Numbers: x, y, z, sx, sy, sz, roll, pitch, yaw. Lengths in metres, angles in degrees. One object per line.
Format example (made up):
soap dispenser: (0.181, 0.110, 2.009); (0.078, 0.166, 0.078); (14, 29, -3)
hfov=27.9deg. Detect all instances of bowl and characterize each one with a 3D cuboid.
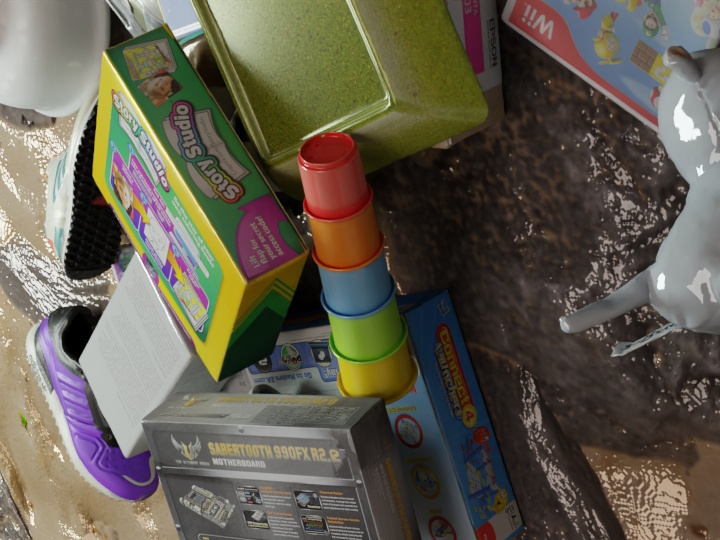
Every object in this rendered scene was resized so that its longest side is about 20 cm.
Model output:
bowl: (-0.306, -0.226, 1.234); (0.200, 0.090, 0.204); (18, 116, 43)

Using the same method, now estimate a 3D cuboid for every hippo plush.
hippo plush: (0.229, -0.044, 0.824); (0.198, 0.159, 0.163); (-12, 70, 31)

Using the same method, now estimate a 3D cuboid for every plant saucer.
plant saucer: (-0.034, -0.155, 0.950); (0.199, 0.048, 0.202); (-19, 96, 47)

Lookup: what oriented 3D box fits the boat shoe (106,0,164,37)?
boat shoe: (-0.205, -0.263, 1.152); (0.202, 0.074, 0.065); (49, 131, 5)

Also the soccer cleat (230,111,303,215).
soccer cleat: (-0.109, -0.078, 1.161); (0.199, 0.069, 0.088); (-8, 82, 47)

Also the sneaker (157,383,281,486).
sneaker: (-0.085, 0.138, 1.154); (0.198, 0.078, 0.101); (-2, 102, 34)

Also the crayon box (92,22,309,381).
crayon box: (-0.121, -0.044, 1.047); (0.201, 0.058, 0.173); (57, 155, 16)

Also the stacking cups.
stacking cups: (0.000, 0.000, 0.972); (0.060, 0.060, 0.202); (23, 139, 34)

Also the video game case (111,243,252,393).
video game case: (-0.141, 0.070, 1.269); (0.181, 0.024, 0.203); (-3, 107, 51)

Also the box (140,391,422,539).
box: (-0.055, 0.171, 1.058); (0.198, 0.048, 0.160); (-3, 111, 36)

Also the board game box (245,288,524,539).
board game box: (0.012, 0.126, 1.140); (0.198, 0.056, 0.198); (-9, 103, 45)

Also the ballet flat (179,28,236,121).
ballet flat: (-0.133, -0.132, 1.123); (0.199, 0.067, 0.074); (-13, 77, 56)

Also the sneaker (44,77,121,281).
sneaker: (-0.243, -0.095, 1.266); (0.093, 0.070, 0.202); (43, 129, 37)

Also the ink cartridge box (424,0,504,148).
ink cartridge box: (0.008, -0.194, 0.979); (0.163, 0.075, 0.203); (11, 116, 38)

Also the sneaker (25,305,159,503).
sneaker: (-0.243, 0.122, 1.369); (0.099, 0.069, 0.202); (-35, 85, 44)

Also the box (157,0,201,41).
box: (-0.131, -0.279, 1.078); (0.069, 0.064, 0.203); (-8, 103, 44)

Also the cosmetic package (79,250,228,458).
cosmetic package: (-0.162, 0.064, 1.202); (0.102, 0.071, 0.200); (61, 145, 16)

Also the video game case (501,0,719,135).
video game case: (0.173, -0.198, 0.863); (0.143, 0.017, 0.202); (40, 132, 22)
